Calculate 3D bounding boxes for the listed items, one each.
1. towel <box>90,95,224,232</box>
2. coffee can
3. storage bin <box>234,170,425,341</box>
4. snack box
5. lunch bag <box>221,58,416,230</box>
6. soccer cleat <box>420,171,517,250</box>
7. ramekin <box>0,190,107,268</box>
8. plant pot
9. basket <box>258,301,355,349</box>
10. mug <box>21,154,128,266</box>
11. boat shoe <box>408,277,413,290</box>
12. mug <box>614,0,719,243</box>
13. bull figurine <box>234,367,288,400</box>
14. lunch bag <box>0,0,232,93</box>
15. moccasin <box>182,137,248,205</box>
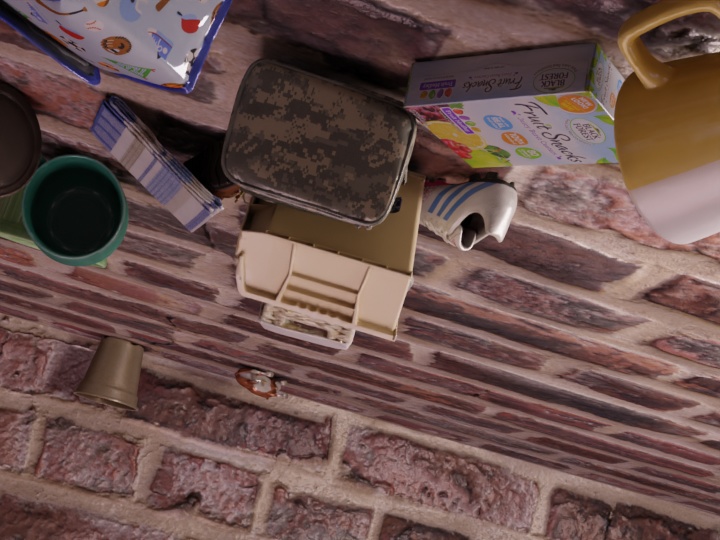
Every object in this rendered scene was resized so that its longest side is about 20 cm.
[{"bbox_3d":[-0.266,-0.134,1.418,0.200,0.024,0.147,45,159,-9],"label":"towel"},{"bbox_3d":[-0.541,-0.169,1.447,0.198,0.149,0.146,3,161,37],"label":"coffee can"},{"bbox_3d":[-0.032,-0.044,1.256,0.195,0.201,0.095,16,129,-3],"label":"storage bin"},{"bbox_3d":[0.159,-0.151,1.040,0.198,0.054,0.142,2,162,38],"label":"snack box"},{"bbox_3d":[-0.039,-0.129,1.165,0.197,0.142,0.168,17,-175,-2],"label":"lunch bag"},{"bbox_3d":[0.106,-0.066,1.332,0.069,0.088,0.199,24,163,-34],"label":"soccer cleat"},{"bbox_3d":[-0.495,-0.081,1.775,0.197,0.099,0.200,16,174,2],"label":"ramekin"},{"bbox_3d":[-0.734,0.303,3.265,0.197,0.186,0.201,13,165,3],"label":"plant pot"},{"bbox_3d":[-0.047,-0.017,1.445,0.133,0.203,0.124,15,161,-5],"label":"basket"},{"bbox_3d":[-0.425,-0.100,1.635,0.149,0.188,0.114,-8,172,-9],"label":"mug"},{"bbox_3d":[0.000,0.000,1.711,0.201,0.066,0.074,27,160,-39],"label":"boat shoe"},{"bbox_3d":[0.293,-0.115,0.859,0.185,0.152,0.152,18,158,-40],"label":"mug"},{"bbox_3d":[-0.280,0.333,3.185,0.120,0.066,0.199,-2,161,36],"label":"bull figurine"},{"bbox_3d":[-0.244,-0.245,0.960,0.198,0.125,0.170,21,172,38],"label":"lunch bag"},{"bbox_3d":[-0.170,-0.123,1.418,0.077,0.075,0.201,8,166,-28],"label":"moccasin"}]
